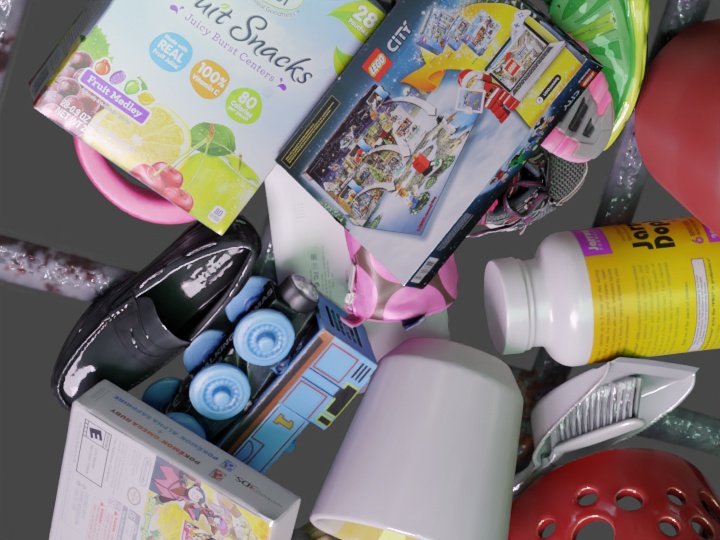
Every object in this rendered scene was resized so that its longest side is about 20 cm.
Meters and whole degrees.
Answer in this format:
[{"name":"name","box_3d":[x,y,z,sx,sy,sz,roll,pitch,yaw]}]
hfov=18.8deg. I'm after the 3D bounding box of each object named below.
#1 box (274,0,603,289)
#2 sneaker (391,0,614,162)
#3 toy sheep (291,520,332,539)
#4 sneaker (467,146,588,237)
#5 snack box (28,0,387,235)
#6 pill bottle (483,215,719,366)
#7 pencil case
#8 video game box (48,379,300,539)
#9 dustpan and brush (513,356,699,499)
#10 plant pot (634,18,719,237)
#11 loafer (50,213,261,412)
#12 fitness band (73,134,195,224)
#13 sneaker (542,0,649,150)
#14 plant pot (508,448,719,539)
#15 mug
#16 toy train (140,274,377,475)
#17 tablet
[{"name":"box","box_3d":[0.052,-0.107,1.498,0.137,0.038,0.200,44,104,21]},{"name":"sneaker","box_3d":[0.100,-0.154,1.593,0.200,0.095,0.079,41,79,-11]},{"name":"toy sheep","box_3d":[-0.052,0.262,1.700,0.138,0.138,0.200,-33,98,2]},{"name":"sneaker","box_3d":[0.112,-0.062,1.597,0.200,0.074,0.081,-16,105,-53]},{"name":"snack box","box_3d":[-0.108,-0.154,1.528,0.168,0.068,0.200,34,99,-22]},{"name":"pill bottle","box_3d":[0.199,0.017,1.671,0.199,0.104,0.105,-7,111,-10]},{"name":"pencil case","box_3d":[0.017,-0.060,1.600,0.093,0.091,0.201,-13,103,-16]},{"name":"video game box","box_3d":[-0.145,0.205,1.620,0.182,0.047,0.201,31,129,20]},{"name":"dustpan and brush","box_3d":[0.163,0.134,1.721,0.199,0.058,0.139,-27,158,32]},{"name":"plant pot","box_3d":[0.304,-0.100,1.596,0.199,0.177,0.202,-7,107,-22]},{"name":"loafer","box_3d":[-0.154,0.035,1.624,0.200,0.070,0.068,-43,112,6]},{"name":"fitness band","box_3d":[-0.120,-0.126,1.590,0.143,0.037,0.200,38,100,-21]},{"name":"sneaker","box_3d":[0.173,-0.189,1.616,0.083,0.074,0.201,3,108,6]},{"name":"plant pot","box_3d":[0.212,0.268,1.700,0.199,0.183,0.201,-7,128,-9]},{"name":"mug","box_3d":[0.047,0.138,1.644,0.149,0.186,0.154,19,76,-15]},{"name":"toy train","box_3d":[-0.083,0.095,1.648,0.114,0.087,0.200,35,105,-22]},{"name":"tablet","box_3d":[0.000,0.000,1.674,0.129,0.014,0.201,-10,112,-8]}]
